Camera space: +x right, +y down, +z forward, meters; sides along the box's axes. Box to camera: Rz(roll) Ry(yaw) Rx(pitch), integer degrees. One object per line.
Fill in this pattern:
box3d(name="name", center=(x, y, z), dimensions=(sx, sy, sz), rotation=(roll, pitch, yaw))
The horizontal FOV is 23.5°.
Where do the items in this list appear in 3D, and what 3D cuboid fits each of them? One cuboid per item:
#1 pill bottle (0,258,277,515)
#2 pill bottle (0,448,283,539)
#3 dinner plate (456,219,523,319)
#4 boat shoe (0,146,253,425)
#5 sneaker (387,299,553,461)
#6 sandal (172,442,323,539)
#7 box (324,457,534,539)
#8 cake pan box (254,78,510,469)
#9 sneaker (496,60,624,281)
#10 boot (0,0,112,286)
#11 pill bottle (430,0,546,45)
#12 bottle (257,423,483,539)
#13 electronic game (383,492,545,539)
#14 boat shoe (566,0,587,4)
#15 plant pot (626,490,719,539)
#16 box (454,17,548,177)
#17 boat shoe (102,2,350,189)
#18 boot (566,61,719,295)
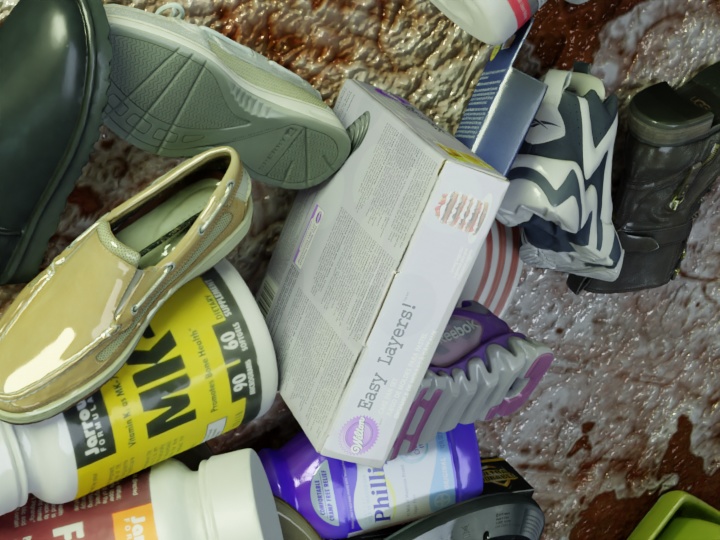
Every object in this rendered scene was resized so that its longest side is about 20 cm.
box3d(name="pill bottle", center=(-0.161, 0.071, 1.045), dimensions=(0.199, 0.114, 0.115), rotation=(-23, 132, -26))
box3d(name="pill bottle", center=(-0.152, 0.182, 1.079), dimensions=(0.199, 0.115, 0.115), rotation=(-15, 133, 3))
box3d(name="dinner plate", center=(0.034, 0.012, 1.231), dimensions=(0.199, 0.024, 0.201), rotation=(-22, 132, -27))
box3d(name="boat shoe", center=(-0.141, -0.001, 0.968), dimensions=(0.200, 0.072, 0.076), rotation=(-48, 167, -21))
box3d(name="sneaker", center=(0.038, 0.067, 1.190), dimensions=(0.199, 0.089, 0.081), rotation=(-13, 144, -43))
box3d(name="sandal", center=(-0.098, 0.168, 1.156), dimensions=(0.080, 0.054, 0.200), rotation=(-39, 112, 8))
box3d(name="box", center=(0.031, 0.233, 1.370), dimensions=(0.199, 0.049, 0.160), rotation=(-1, 122, -39))
box3d(name="cake pan box", center=(0.000, 0.000, 1.061), dimensions=(0.052, 0.184, 0.201), rotation=(18, 102, -23))
box3d(name="sneaker", center=(0.149, -0.075, 1.212), dimensions=(0.199, 0.079, 0.130), rotation=(35, 67, -59))
box3d(name="boot", center=(-0.232, -0.066, 0.908), dimensions=(0.168, 0.076, 0.201), rotation=(-5, 132, -41))
box3d(name="pill bottle", center=(0.115, -0.243, 1.049), dimensions=(0.200, 0.111, 0.111), rotation=(-45, 138, -4))
box3d(name="bottle", center=(-0.014, 0.148, 1.233), dimensions=(0.199, 0.065, 0.084), rotation=(-12, 99, -14))
box3d(name="electronic game", center=(0.050, 0.229, 1.289), dimensions=(0.199, 0.042, 0.200), rotation=(-23, 150, -14))
box3d(name="boat shoe", center=(0.200, -0.247, 1.145), dimensions=(0.200, 0.075, 0.068), rotation=(-48, 132, -3))
box3d(name="plant pot", center=(0.322, 0.325, 1.580), dimensions=(0.200, 0.181, 0.199), rotation=(-53, 137, 5))
box3d(name="box", center=(0.071, -0.064, 1.115), dimensions=(0.032, 0.121, 0.201), rotation=(24, 93, -6))
box3d(name="boat shoe", center=(-0.092, -0.108, 1.020), dimensions=(0.201, 0.065, 0.074), rotation=(18, 126, -40))
box3d(name="boot", center=(0.253, -0.066, 1.338), dimensions=(0.199, 0.069, 0.175), rotation=(-12, 132, -28))
